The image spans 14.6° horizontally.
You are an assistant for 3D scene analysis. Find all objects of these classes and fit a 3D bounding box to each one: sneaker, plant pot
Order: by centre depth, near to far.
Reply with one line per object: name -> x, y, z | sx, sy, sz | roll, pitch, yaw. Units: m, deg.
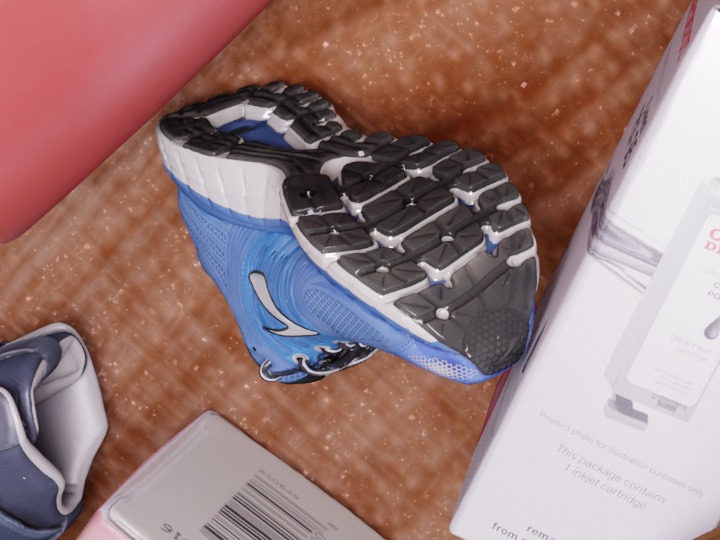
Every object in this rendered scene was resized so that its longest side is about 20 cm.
plant pot -> -0.106, -0.137, 0.962 | 0.177, 0.200, 0.201 | -31, 95, 11
sneaker -> 0.000, 0.000, 0.987 | 0.078, 0.200, 0.089 | -22, 118, -22
sneaker -> -0.188, 0.034, 1.074 | 0.146, 0.077, 0.202 | -30, 105, 32

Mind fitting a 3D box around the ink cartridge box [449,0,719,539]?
ink cartridge box -> 0.114, -0.003, 0.946 | 0.083, 0.147, 0.200 | 26, 110, 1

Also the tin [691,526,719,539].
tin -> 0.169, 0.134, 0.909 | 0.112, 0.042, 0.200 | -28, 134, 32

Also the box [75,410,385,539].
box -> -0.085, 0.173, 1.064 | 0.109, 0.128, 0.200 | 37, 111, 4
